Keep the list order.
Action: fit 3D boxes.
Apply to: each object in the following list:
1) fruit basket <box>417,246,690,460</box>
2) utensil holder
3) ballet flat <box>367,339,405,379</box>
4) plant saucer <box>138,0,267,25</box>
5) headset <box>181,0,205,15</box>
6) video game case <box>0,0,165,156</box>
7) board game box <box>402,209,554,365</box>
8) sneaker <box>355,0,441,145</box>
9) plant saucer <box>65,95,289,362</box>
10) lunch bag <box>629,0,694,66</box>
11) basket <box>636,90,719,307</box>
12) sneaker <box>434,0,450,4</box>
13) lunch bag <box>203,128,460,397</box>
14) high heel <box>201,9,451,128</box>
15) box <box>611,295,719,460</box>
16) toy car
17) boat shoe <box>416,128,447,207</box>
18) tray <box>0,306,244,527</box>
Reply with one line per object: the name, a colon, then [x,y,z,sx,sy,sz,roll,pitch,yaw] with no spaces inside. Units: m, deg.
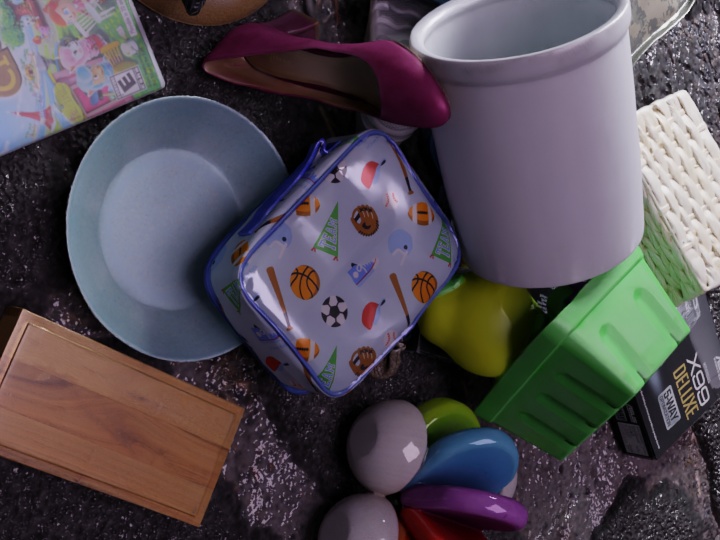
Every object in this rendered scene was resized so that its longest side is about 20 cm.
fruit basket: [0.152,0.051,0.971,0.155,0.215,0.216,-40,114,-30]
utensil holder: [0.138,-0.111,0.884,0.170,0.170,0.201,-35,127,-31]
ballet flat: [0.000,0.000,0.949,0.067,0.046,0.201,-22,104,-36]
plant saucer: [-0.121,-0.294,0.853,0.200,0.035,0.201,-2,93,-38]
headset: [-0.081,-0.285,0.826,0.123,0.094,0.201,29,62,-22]
video game case: [-0.249,-0.190,0.761,0.182,0.022,0.201,-30,109,-31]
board game box: [0.131,0.033,1.063,0.199,0.028,0.136,18,81,-37]
sneaker: [0.025,-0.186,0.955,0.074,0.082,0.201,23,58,-11]
plant saucer: [-0.138,-0.032,0.846,0.200,0.039,0.202,-2,94,-38]
lunch bag: [0.206,-0.255,1.026,0.200,0.164,0.118,-44,118,-29]
basket: [0.292,-0.062,1.089,0.135,0.123,0.201,-26,88,-33]
sneaker: [0.111,-0.295,0.893,0.130,0.200,0.080,13,46,-46]
lunch bag: [-0.019,-0.012,0.869,0.200,0.075,0.160,-49,113,-27]
high heel: [-0.028,-0.139,0.840,0.096,0.200,0.068,-35,136,-30]
box: [0.320,0.079,1.197,0.157,0.050,0.201,-32,110,-33]
toy car: [0.073,0.212,0.948,0.175,0.150,0.201,26,76,-35]
boat shoe: [0.113,-0.077,1.025,0.200,0.069,0.084,39,82,-37]
tray: [-0.187,0.112,0.815,0.200,0.037,0.099,30,73,-34]
